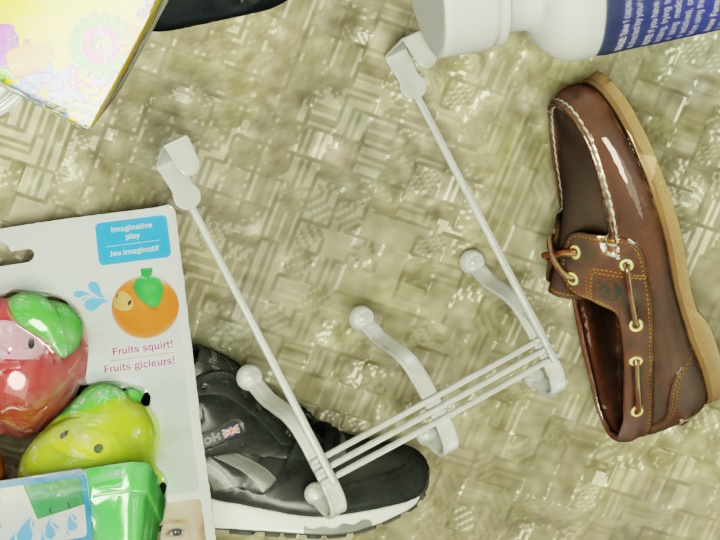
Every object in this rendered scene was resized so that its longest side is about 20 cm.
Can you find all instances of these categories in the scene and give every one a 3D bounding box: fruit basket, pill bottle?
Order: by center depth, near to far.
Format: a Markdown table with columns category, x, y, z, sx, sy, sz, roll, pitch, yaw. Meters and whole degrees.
| category | x | y | z | sx | sy | sz | roll | pitch | yaw |
| --- | --- | --- | --- | --- | --- | --- | --- | --- | --- |
| pill bottle | 0.124 | -0.163 | 0.999 | 0.200 | 0.120 | 0.120 | -13 | 112 | -8 |
| fruit basket | -0.167 | 0.072 | 1.000 | 0.185 | 0.094 | 0.200 | -7 | 77 | -2 |

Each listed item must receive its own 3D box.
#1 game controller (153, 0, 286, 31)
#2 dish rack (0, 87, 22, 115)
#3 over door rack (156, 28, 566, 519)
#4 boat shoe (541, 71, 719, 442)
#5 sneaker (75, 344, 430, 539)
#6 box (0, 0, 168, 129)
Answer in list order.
| category | x | y | z | sx | sy | sz | roll | pitch | yaw |
| --- | --- | --- | --- | --- | --- | --- | --- | --- | --- |
| game controller | -0.084 | -0.211 | 0.959 | 0.104 | 0.042 | 0.200 | -13 | 99 | -12 |
| dish rack | -0.188 | -0.177 | 0.969 | 0.172 | 0.044 | 0.200 | -42 | 112 | 5 |
| over door rack | 0.000 | 0.000 | 1.049 | 0.148 | 0.067 | 0.200 | -27 | 101 | -20 |
| boat shoe | 0.130 | -0.001 | 1.085 | 0.070 | 0.070 | 0.200 | -24 | 113 | -7 |
| sneaker | -0.060 | 0.084 | 1.077 | 0.200 | 0.076 | 0.088 | 1 | 103 | -13 |
| box | -0.161 | -0.162 | 0.838 | 0.200 | 0.193 | 0.122 | 28 | 97 | -8 |
